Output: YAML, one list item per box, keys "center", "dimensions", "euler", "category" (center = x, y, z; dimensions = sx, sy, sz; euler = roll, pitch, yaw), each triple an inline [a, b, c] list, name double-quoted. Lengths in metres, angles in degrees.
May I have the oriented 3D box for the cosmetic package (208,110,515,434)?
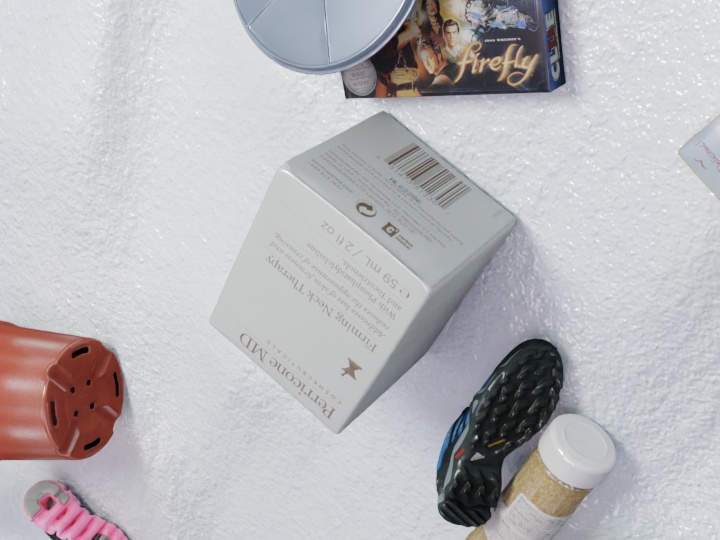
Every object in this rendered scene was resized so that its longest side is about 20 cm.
- center: [0.000, 0.000, 0.937]
  dimensions: [0.167, 0.166, 0.200]
  euler: [39, 130, 12]
  category: "cosmetic package"

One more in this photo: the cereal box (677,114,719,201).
- center: [0.347, -0.095, 0.733]
  dimensions: [0.144, 0.040, 0.200]
  euler: [50, 131, 4]
  category: "cereal box"

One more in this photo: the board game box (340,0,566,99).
- center: [0.067, -0.216, 0.869]
  dimensions: [0.200, 0.035, 0.136]
  euler: [4, 114, 33]
  category: "board game box"

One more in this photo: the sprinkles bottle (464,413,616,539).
- center: [0.168, 0.224, 0.997]
  dimensions: [0.068, 0.068, 0.200]
  euler: [37, 128, 14]
  category: "sprinkles bottle"

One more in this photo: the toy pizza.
- center: [-0.027, -0.263, 0.863]
  dimensions: [0.200, 0.032, 0.201]
  euler: [3, 95, 32]
  category: "toy pizza"

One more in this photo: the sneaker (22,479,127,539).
- center: [-0.394, 0.382, 1.473]
  dimensions: [0.200, 0.079, 0.095]
  euler: [43, 151, 10]
  category: "sneaker"

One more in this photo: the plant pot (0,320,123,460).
- center: [-0.417, 0.155, 1.297]
  dimensions: [0.195, 0.201, 0.201]
  euler: [1, 113, 25]
  category: "plant pot"

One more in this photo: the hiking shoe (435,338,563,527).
- center: [0.120, 0.142, 0.985]
  dimensions: [0.074, 0.087, 0.200]
  euler: [22, 108, -18]
  category: "hiking shoe"
